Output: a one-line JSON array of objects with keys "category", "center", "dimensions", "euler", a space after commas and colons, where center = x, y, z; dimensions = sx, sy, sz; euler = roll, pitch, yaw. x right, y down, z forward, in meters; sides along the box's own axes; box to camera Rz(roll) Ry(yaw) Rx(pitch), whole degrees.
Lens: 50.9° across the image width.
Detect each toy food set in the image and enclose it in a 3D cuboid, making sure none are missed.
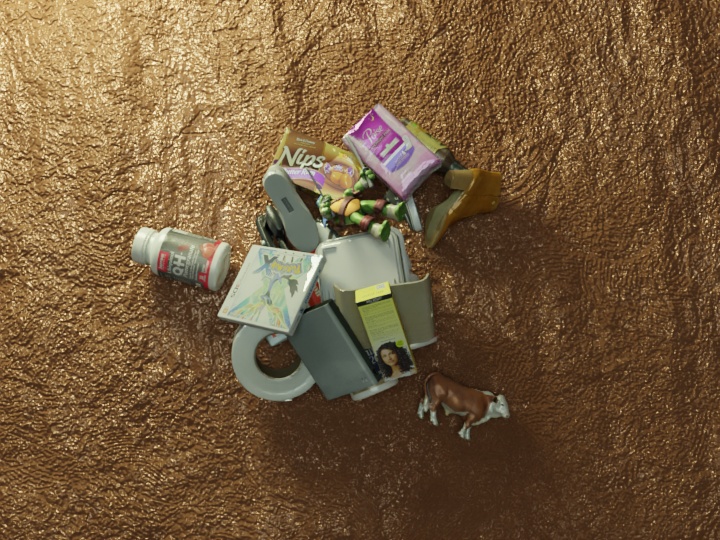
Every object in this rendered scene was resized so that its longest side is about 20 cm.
[{"category": "toy food set", "center": [0.051, 0.081, 1.559], "dimensions": [0.199, 0.060, 0.144], "euler": [-7, 117, 1]}]

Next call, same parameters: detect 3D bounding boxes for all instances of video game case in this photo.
[{"category": "video game case", "center": [-0.187, 0.037, 1.593], "dimensions": [0.199, 0.022, 0.183], "euler": [9, 65, 33]}]

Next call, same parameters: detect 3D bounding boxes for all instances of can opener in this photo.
[{"category": "can opener", "center": [-0.182, -0.047, 1.681], "dimensions": [0.063, 0.079, 0.200], "euler": [-21, 70, -3]}]

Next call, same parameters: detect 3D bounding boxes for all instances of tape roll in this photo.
[{"category": "tape roll", "center": [-0.178, 0.178, 1.642], "dimensions": [0.202, 0.071, 0.203], "euler": [-1, 99, -8]}]

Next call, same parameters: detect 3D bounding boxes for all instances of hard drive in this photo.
[{"category": "hard drive", "center": [-0.064, 0.165, 1.569], "dimensions": [0.139, 0.033, 0.200], "euler": [-23, 104, 33]}]

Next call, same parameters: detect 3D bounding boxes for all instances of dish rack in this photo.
[{"category": "dish rack", "center": [0.000, 0.000, 1.606], "dimensions": [0.199, 0.044, 0.172], "euler": [-11, 77, 12]}]

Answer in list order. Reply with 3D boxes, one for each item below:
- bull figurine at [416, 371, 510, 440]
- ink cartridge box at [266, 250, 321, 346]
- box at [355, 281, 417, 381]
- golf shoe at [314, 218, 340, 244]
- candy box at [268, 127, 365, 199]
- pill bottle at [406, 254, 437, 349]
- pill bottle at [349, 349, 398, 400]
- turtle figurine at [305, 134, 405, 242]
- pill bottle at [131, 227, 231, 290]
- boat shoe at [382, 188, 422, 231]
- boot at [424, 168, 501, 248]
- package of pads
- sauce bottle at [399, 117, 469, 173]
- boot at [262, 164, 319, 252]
[{"category": "bull figurine", "center": [0.223, 0.300, 1.660], "dimensions": [0.199, 0.065, 0.122], "euler": [24, 84, 4]}, {"category": "ink cartridge box", "center": [-0.153, 0.054, 1.700], "dimensions": [0.200, 0.050, 0.163], "euler": [-31, 86, 2]}, {"category": "box", "center": [0.053, 0.125, 1.520], "dimensions": [0.075, 0.050, 0.200], "euler": [-17, 116, 7]}, {"category": "golf shoe", "center": [-0.067, -0.020, 1.682], "dimensions": [0.094, 0.078, 0.200], "euler": [-31, 83, -12]}, {"category": "candy box", "center": [-0.096, -0.231, 1.717], "dimensions": [0.199, 0.056, 0.117], "euler": [23, 86, 2]}, {"category": "pill bottle", "center": [0.087, 0.075, 1.659], "dimensions": [0.114, 0.114, 0.201], "euler": [-17, 85, 0]}, {"category": "pill bottle", "center": [-0.003, 0.173, 1.655], "dimensions": [0.111, 0.111, 0.201], "euler": [-23, 85, 0]}, {"category": "turtle figurine", "center": [-0.012, -0.153, 1.569], "dimensions": [0.193, 0.144, 0.201], "euler": [23, 113, 23]}, {"category": "pill bottle", "center": [-0.398, -0.032, 1.683], "dimensions": [0.199, 0.111, 0.111], "euler": [15, 86, 3]}, {"category": "boat shoe", "center": [0.079, -0.174, 1.703], "dimensions": [0.066, 0.070, 0.201], "euler": [-22, 85, 7]}, {"category": "boot", "center": [0.234, -0.133, 1.690], "dimensions": [0.144, 0.071, 0.202], "euler": [3, 121, -27]}, {"category": "package of pads", "center": [0.069, -0.256, 1.645], "dimensions": [0.121, 0.076, 0.200], "euler": [-45, 79, 0]}, {"category": "sauce bottle", "center": [0.161, -0.265, 1.709], "dimensions": [0.200, 0.065, 0.065], "euler": [38, 88, 2]}, {"category": "boot", "center": [-0.148, -0.141, 1.669], "dimensions": [0.073, 0.096, 0.200], "euler": [-22, 111, 8]}]
